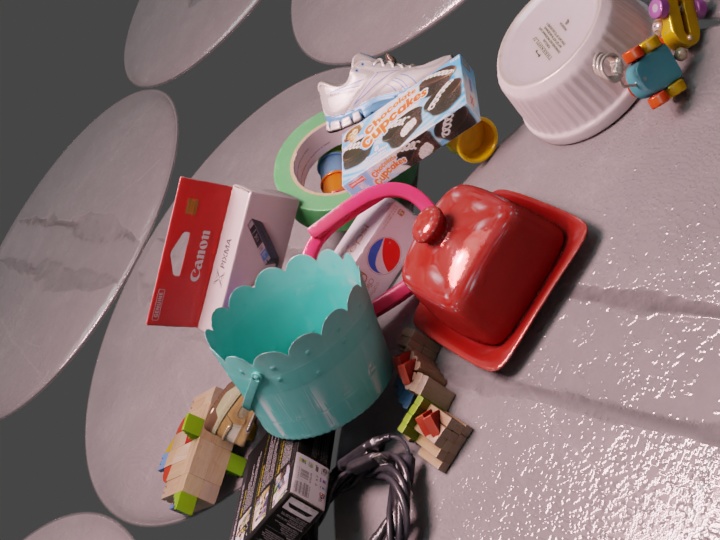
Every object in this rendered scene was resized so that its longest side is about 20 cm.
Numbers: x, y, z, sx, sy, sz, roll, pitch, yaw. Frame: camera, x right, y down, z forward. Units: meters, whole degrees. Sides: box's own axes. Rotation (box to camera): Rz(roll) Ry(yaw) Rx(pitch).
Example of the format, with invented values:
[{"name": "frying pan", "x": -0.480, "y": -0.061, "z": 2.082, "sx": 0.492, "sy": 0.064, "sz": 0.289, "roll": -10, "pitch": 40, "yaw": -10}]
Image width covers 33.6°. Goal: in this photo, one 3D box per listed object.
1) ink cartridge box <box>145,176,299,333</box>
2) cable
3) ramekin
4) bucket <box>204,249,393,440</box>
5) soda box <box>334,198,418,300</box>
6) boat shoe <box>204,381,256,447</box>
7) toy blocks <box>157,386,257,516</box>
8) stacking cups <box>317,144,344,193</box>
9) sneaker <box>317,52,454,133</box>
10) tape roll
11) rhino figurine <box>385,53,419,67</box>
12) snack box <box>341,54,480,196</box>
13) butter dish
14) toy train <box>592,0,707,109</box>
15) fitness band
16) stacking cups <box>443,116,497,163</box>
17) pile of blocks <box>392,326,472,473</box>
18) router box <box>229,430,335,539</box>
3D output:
[{"name": "ink cartridge box", "x": -0.178, "y": -0.012, "z": 1.561, "sx": 0.044, "sy": 0.175, "sz": 0.202, "roll": 22, "pitch": 102, "yaw": 41}, {"name": "cable", "x": -0.007, "y": 0.286, "z": 1.339, "sx": 0.200, "sy": 0.051, "sz": 0.165, "roll": -38, "pitch": 43, "yaw": 33}, {"name": "ramekin", "x": 0.251, "y": -0.259, "z": 1.420, "sx": 0.202, "sy": 0.094, "sz": 0.204, "roll": -34, "pitch": 38, "yaw": 32}, {"name": "bucket", "x": -0.067, "y": 0.088, "z": 1.391, "sx": 0.205, "sy": 0.136, "sz": 0.208, "roll": -20, "pitch": 27, "yaw": 10}, {"name": "soda box", "x": 0.000, "y": 0.000, "z": 1.557, "sx": 0.201, "sy": 0.068, "sz": 0.064, "roll": -56, "pitch": 32, "yaw": 1}, {"name": "boat shoe", "x": -0.128, "y": 0.154, "z": 1.601, "sx": 0.201, "sy": 0.076, "sz": 0.072, "roll": -56, "pitch": -8, "yaw": -31}, {"name": "toy blocks", "x": -0.227, "y": 0.252, "z": 1.637, "sx": 0.136, "sy": 0.099, "sz": 0.202, "roll": -31, "pitch": 37, "yaw": 53}, {"name": "stacking cups", "x": -0.031, "y": -0.137, "z": 1.734, "sx": 0.060, "sy": 0.060, "sz": 0.201, "roll": -38, "pitch": 42, "yaw": 26}, {"name": "sneaker", "x": 0.031, "y": -0.261, "z": 1.616, "sx": 0.198, "sy": 0.087, "sz": 0.075, "roll": -22, "pitch": 6, "yaw": 8}, {"name": "tape roll", "x": -0.021, "y": -0.145, "z": 1.655, "sx": 0.198, "sy": 0.048, "sz": 0.202, "roll": -11, "pitch": 50, "yaw": 13}, {"name": "rhino figurine", "x": 0.035, "y": -0.271, "z": 1.760, "sx": 0.088, "sy": 0.059, "sz": 0.200, "roll": -59, "pitch": 29, "yaw": 4}, {"name": "snack box", "x": 0.062, "y": -0.184, "z": 1.541, "sx": 0.199, "sy": 0.037, "sz": 0.117, "roll": -32, "pitch": 34, "yaw": 24}, {"name": "butter dish", "x": 0.118, "y": -0.020, "z": 1.338, "sx": 0.200, "sy": 0.147, "sz": 0.200, "roll": -56, "pitch": 31, "yaw": -2}, {"name": "toy train", "x": 0.304, "y": -0.272, "z": 1.319, "sx": 0.056, "sy": 0.149, "sz": 0.202, "roll": -26, "pitch": 45, "yaw": 62}, {"name": "fitness band", "x": 0.014, "y": -0.021, "z": 1.494, "sx": 0.199, "sy": 0.037, "sz": 0.144, "roll": -34, "pitch": 80, "yaw": 7}, {"name": "stacking cups", "x": 0.109, "y": -0.199, "z": 1.591, "sx": 0.061, "sy": 0.060, "sz": 0.200, "roll": -54, "pitch": 32, "yaw": 3}, {"name": "pile of blocks", "x": 0.059, "y": 0.139, "z": 1.357, "sx": 0.082, "sy": 0.062, "sz": 0.201, "roll": -44, "pitch": 33, "yaw": 19}, {"name": "router box", "x": -0.091, "y": 0.249, "z": 1.413, "sx": 0.149, "sy": 0.051, "sz": 0.201, "roll": -51, "pitch": 16, "yaw": 29}]
